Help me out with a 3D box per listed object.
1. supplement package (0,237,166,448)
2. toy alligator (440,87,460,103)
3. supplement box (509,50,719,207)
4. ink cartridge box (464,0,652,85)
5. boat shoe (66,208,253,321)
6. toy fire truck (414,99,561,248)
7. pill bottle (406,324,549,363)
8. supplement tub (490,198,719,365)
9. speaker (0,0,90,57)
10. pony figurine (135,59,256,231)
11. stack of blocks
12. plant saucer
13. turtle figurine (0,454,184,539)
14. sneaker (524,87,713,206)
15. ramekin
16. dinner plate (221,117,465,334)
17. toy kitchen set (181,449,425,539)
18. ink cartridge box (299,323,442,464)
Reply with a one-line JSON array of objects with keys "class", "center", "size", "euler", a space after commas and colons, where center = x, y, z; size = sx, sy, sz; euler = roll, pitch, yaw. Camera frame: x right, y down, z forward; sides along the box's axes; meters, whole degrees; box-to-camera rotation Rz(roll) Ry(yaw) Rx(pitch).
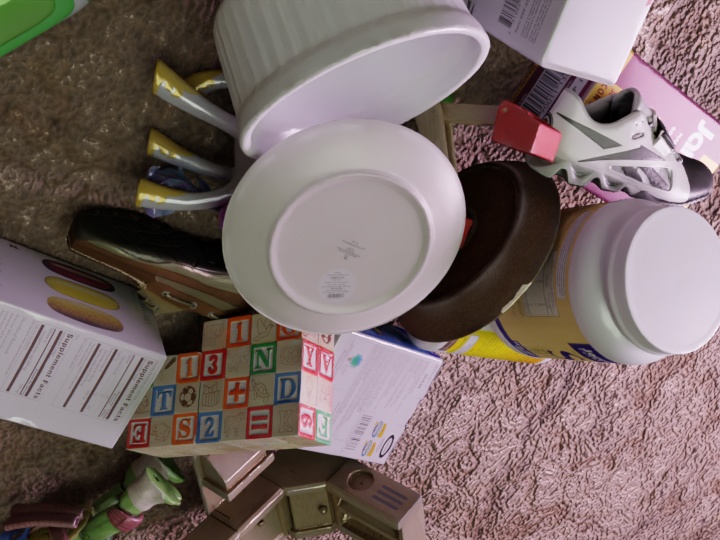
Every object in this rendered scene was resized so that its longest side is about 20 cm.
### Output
[{"class": "supplement package", "center": [-0.289, 0.058, 0.840], "size": [0.198, 0.114, 0.110], "euler": [24, 109, -33]}, {"class": "toy alligator", "center": [0.069, -0.162, 0.896], "size": [0.059, 0.054, 0.202], "euler": [-23, 125, -8]}, {"class": "supplement box", "center": [0.257, -0.140, 0.959], "size": [0.198, 0.103, 0.132], "euler": [24, 107, -33]}, {"class": "ink cartridge box", "center": [0.154, -0.261, 0.785], "size": [0.083, 0.200, 0.146], "euler": [8, 116, -30]}, {"class": "boat shoe", "center": [-0.176, 0.006, 0.882], "size": [0.198, 0.076, 0.074], "euler": [20, 113, -30]}, {"class": "toy fire truck", "center": [0.067, -0.098, 0.861], "size": [0.048, 0.199, 0.143], "euler": [5, 108, -54]}, {"class": "pill bottle", "center": [0.150, 0.040, 1.017], "size": [0.197, 0.109, 0.110], "euler": [10, 115, -27]}, {"class": "supplement tub", "center": [0.219, 0.011, 0.880], "size": [0.143, 0.199, 0.148], "euler": [1, 88, -27]}, {"class": "speaker", "center": [-0.295, -0.194, 0.705], "size": [0.198, 0.089, 0.089], "euler": [-31, 126, -3]}, {"class": "pony figurine", "center": [-0.090, -0.080, 0.835], "size": [0.197, 0.167, 0.196], "euler": [10, 108, -11]}, {"class": "stack of blocks", "center": [-0.124, 0.109, 0.900], "size": [0.198, 0.117, 0.058], "euler": [-10, 158, 27]}, {"class": "plant saucer", "center": [0.097, -0.028, 0.899], "size": [0.200, 0.201, 0.034], "euler": [-47, 122, 9]}, {"class": "turtle figurine", "center": [-0.252, 0.292, 0.981], "size": [0.194, 0.200, 0.144], "euler": [-42, 160, 1]}, {"class": "sneaker", "center": [0.252, -0.115, 0.862], "size": [0.197, 0.074, 0.089], "euler": [7, 118, -25]}, {"class": "ramekin", "center": [-0.013, -0.168, 0.710], "size": [0.198, 0.201, 0.099], "euler": [-21, 81, -10]}, {"class": "dinner plate", "center": [-0.010, -0.024, 0.752], "size": [0.197, 0.024, 0.202], "euler": [-6, 127, -8]}, {"class": "toy kitchen set", "center": [-0.065, 0.250, 0.965], "size": [0.200, 0.179, 0.165], "euler": [-39, 136, -37]}, {"class": "ink cartridge box", "center": [-0.005, 0.121, 0.996], "size": [0.199, 0.076, 0.138], "euler": [22, 101, -45]}]
